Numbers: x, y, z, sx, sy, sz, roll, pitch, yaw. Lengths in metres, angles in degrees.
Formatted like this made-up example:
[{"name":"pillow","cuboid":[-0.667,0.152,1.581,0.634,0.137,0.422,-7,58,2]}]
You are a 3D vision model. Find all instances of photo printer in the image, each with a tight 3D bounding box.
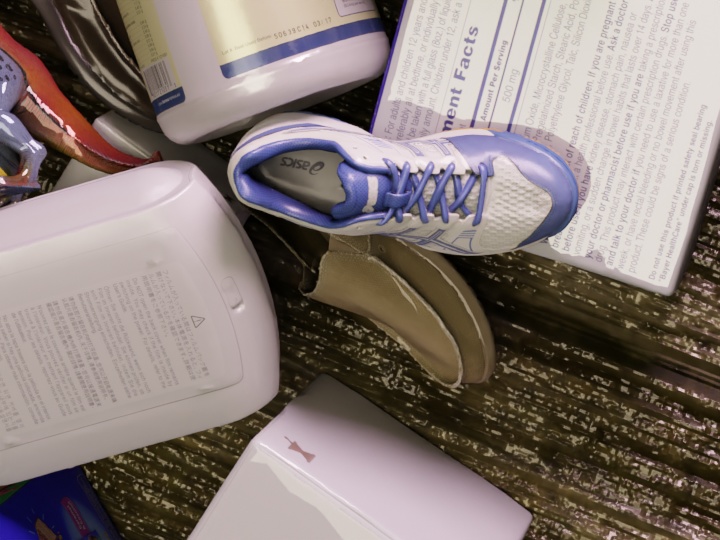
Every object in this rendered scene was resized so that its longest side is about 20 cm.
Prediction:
[{"name":"photo printer","cuboid":[-0.152,0.028,1.687,0.199,0.070,0.167,-16,118,9]}]

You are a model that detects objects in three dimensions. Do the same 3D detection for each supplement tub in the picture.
[{"name":"supplement tub","cuboid":[-0.078,-0.188,1.676,0.144,0.145,0.201,-19,90,17]}]

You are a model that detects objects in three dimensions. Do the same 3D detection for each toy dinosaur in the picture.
[{"name":"toy dinosaur","cuboid":[-0.226,-0.124,1.729,0.198,0.105,0.183,-7,76,-4]}]

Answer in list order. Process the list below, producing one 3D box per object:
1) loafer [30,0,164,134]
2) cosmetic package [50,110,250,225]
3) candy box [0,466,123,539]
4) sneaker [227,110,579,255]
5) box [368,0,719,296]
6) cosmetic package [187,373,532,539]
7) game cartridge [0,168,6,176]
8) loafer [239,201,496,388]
[{"name":"loafer","cuboid":[-0.156,-0.168,1.741,0.071,0.073,0.200,-40,91,20]},{"name":"cosmetic package","cuboid":[-0.159,0.007,1.776,0.107,0.085,0.201,36,107,3]},{"name":"candy box","cuboid":[-0.199,0.222,1.772,0.077,0.200,0.170,-29,94,18]},{"name":"sneaker","cuboid":[0.021,-0.041,1.612,0.198,0.088,0.076,5,103,12]},{"name":"box","cuboid":[0.119,-0.108,1.672,0.199,0.105,0.185,18,107,9]},{"name":"cosmetic package","cuboid":[-0.027,0.203,1.744,0.166,0.167,0.201,35,108,5]},{"name":"game cartridge","cuboid":[-0.324,-0.114,1.820,0.175,0.032,0.201,-21,99,17]},{"name":"loafer","cuboid":[0.000,0.000,1.730,0.067,0.076,0.200,-41,87,-24]}]
